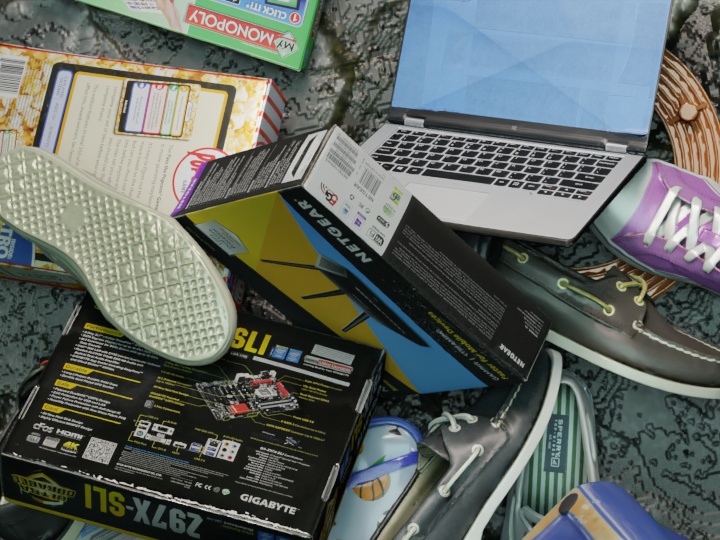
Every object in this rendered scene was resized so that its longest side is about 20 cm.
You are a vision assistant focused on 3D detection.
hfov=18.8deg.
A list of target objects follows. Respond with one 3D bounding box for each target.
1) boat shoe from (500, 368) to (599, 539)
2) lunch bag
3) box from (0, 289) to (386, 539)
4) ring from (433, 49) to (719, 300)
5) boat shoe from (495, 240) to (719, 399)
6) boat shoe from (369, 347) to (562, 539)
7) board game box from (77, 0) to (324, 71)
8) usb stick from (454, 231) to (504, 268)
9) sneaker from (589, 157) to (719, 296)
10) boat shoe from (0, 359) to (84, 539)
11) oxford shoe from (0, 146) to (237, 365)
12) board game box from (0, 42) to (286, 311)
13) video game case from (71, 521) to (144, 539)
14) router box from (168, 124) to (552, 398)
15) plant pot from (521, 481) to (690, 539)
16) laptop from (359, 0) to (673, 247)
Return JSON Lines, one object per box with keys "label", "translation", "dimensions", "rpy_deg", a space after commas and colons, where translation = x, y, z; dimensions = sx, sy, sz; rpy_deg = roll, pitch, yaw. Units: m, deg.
{"label": "boat shoe", "translation": [0.122, 0.164, 1.403], "dimensions": [0.073, 0.067, 0.201], "rpy_deg": [-5, 86, 5]}
{"label": "lunch bag", "translation": [-0.032, 0.185, 1.414], "dimensions": [0.199, 0.076, 0.161], "rpy_deg": [-20, 82, 3]}
{"label": "box", "translation": [-0.100, 0.094, 1.332], "dimensions": [0.199, 0.050, 0.160], "rpy_deg": [14, 44, 8]}
{"label": "ring", "translation": [0.144, -0.067, 1.441], "dimensions": [0.199, 0.019, 0.202], "rpy_deg": [0, 86, 6]}
{"label": "boat shoe", "translation": [0.148, 0.024, 1.389], "dimensions": [0.200, 0.072, 0.061], "rpy_deg": [21, 99, 10]}
{"label": "boat shoe", "translation": [0.061, 0.124, 1.350], "dimensions": [0.060, 0.076, 0.201], "rpy_deg": [32, 68, -11]}
{"label": "board game box", "translation": [-0.114, -0.227, 1.452], "dimensions": [0.199, 0.029, 0.135], "rpy_deg": [18, 107, 6]}
{"label": "usb stick", "translation": [0.004, -0.035, 1.409], "dimensions": [0.199, 0.033, 0.056], "rpy_deg": [12, 80, 31]}
{"label": "sneaker", "translation": [0.236, -0.016, 1.368], "dimensions": [0.200, 0.114, 0.073], "rpy_deg": [27, 87, -1]}
{"label": "boat shoe", "translation": [-0.183, 0.086, 1.405], "dimensions": [0.073, 0.063, 0.202], "rpy_deg": [3, 56, 35]}
{"label": "oxford shoe", "translation": [-0.149, -0.010, 1.357], "dimensions": [0.200, 0.058, 0.075], "rpy_deg": [36, 89, 22]}
{"label": "board game box", "translation": [-0.162, -0.061, 1.430], "dimensions": [0.199, 0.046, 0.152], "rpy_deg": [9, 77, 14]}
{"label": "video game case", "translation": [-0.122, 0.131, 1.391], "dimensions": [0.143, 0.018, 0.200], "rpy_deg": [-29, 44, 4]}
{"label": "router box", "translation": [0.000, 0.000, 1.341], "dimensions": [0.200, 0.149, 0.051], "rpy_deg": [41, 62, -25]}
{"label": "plant pot", "translation": [0.158, 0.252, 1.303], "dimensions": [0.180, 0.200, 0.200], "rpy_deg": [43, 93, -16]}
{"label": "laptop", "translation": [0.083, -0.119, 1.377], "dimensions": [0.186, 0.200, 0.117], "rpy_deg": [9, 121, 27]}
